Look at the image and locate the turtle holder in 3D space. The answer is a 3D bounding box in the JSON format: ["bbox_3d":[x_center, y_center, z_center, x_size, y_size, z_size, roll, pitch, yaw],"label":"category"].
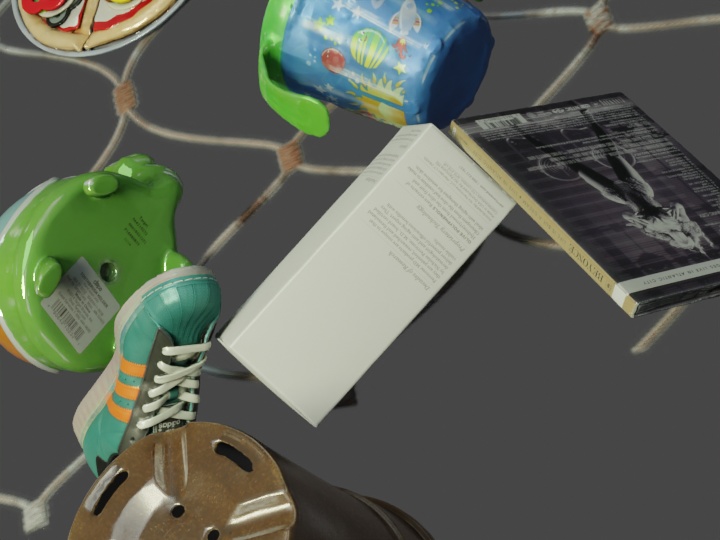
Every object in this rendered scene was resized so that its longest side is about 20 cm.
[{"bbox_3d":[-0.208,-0.015,1.420,0.132,0.141,0.186,-3,70,46],"label":"turtle holder"}]

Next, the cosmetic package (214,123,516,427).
[{"bbox_3d":[0.000,0.000,1.307,0.200,0.085,0.108,-49,9,-2],"label":"cosmetic package"}]

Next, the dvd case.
[{"bbox_3d":[0.171,-0.047,1.255,0.149,0.016,0.200,-12,43,-33],"label":"dvd case"}]

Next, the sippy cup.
[{"bbox_3d":[0.019,-0.164,1.396,0.130,0.140,0.178,30,89,26],"label":"sippy cup"}]

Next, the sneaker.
[{"bbox_3d":[-0.134,0.082,1.327,0.080,0.071,0.200,61,140,31],"label":"sneaker"}]

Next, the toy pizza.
[{"bbox_3d":[-0.211,-0.268,1.628,0.200,0.032,0.200,-13,58,21],"label":"toy pizza"}]

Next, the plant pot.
[{"bbox_3d":[-0.065,0.196,1.188,0.200,0.198,0.201,-12,58,20],"label":"plant pot"}]
